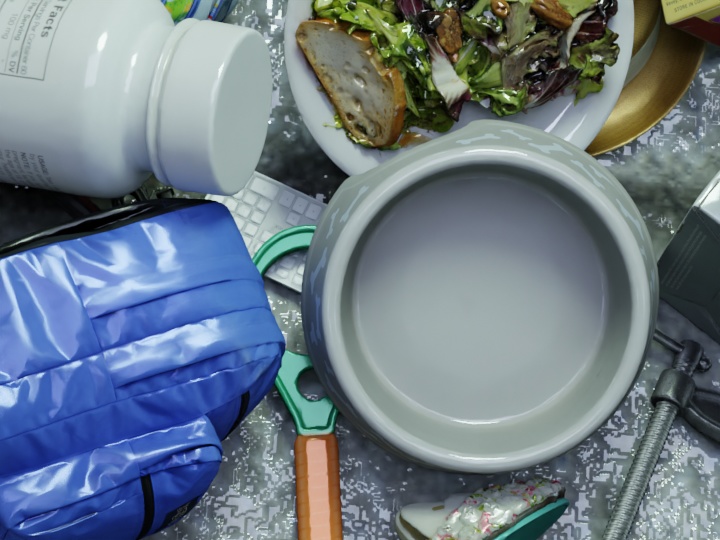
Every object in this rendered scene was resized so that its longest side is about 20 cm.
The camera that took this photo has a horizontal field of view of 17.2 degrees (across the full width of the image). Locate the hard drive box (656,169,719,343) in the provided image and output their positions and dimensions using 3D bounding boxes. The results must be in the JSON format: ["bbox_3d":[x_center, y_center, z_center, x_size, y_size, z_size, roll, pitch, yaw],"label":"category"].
[{"bbox_3d":[0.259,-0.064,1.339,0.077,0.156,0.200,38,76,7],"label":"hard drive box"}]

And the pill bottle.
[{"bbox_3d":[-0.155,-0.098,1.265,0.200,0.114,0.114,10,73,17],"label":"pill bottle"}]

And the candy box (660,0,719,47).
[{"bbox_3d":[0.206,-0.232,1.402,0.056,0.117,0.200,-18,73,30],"label":"candy box"}]

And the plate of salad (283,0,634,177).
[{"bbox_3d":[0.058,-0.128,1.306,0.200,0.048,0.200,-3,105,-11],"label":"plate of salad"}]

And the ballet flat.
[{"bbox_3d":[0.026,0.168,1.302,0.200,0.076,0.064,-41,73,-16],"label":"ballet flat"}]

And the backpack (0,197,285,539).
[{"bbox_3d":[-0.139,0.062,1.279,0.200,0.163,0.168,-23,82,-22],"label":"backpack"}]

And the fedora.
[{"bbox_3d":[0.111,-0.160,1.393,0.200,0.082,0.201,1,75,-4],"label":"fedora"}]

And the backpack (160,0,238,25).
[{"bbox_3d":[-0.161,-0.197,1.361,0.200,0.154,0.163,30,102,-11],"label":"backpack"}]

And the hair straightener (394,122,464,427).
[{"bbox_3d":[0.060,-0.001,1.353,0.077,0.041,0.200,-5,78,-3],"label":"hair straightener"}]

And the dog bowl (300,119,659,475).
[{"bbox_3d":[0.067,0.018,1.289,0.200,0.059,0.200,0,97,-1],"label":"dog bowl"}]

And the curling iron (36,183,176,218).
[{"bbox_3d":[-0.184,-0.070,1.377,0.200,0.026,0.050,35,82,5],"label":"curling iron"}]

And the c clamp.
[{"bbox_3d":[0.176,0.129,1.335,0.171,0.027,0.200,24,62,-7],"label":"c clamp"}]

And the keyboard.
[{"bbox_3d":[0.000,0.000,1.379,0.200,0.011,0.056,25,74,3],"label":"keyboard"}]

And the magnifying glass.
[{"bbox_3d":[-0.026,0.073,1.346,0.079,0.022,0.200,-2,76,-3],"label":"magnifying glass"}]
